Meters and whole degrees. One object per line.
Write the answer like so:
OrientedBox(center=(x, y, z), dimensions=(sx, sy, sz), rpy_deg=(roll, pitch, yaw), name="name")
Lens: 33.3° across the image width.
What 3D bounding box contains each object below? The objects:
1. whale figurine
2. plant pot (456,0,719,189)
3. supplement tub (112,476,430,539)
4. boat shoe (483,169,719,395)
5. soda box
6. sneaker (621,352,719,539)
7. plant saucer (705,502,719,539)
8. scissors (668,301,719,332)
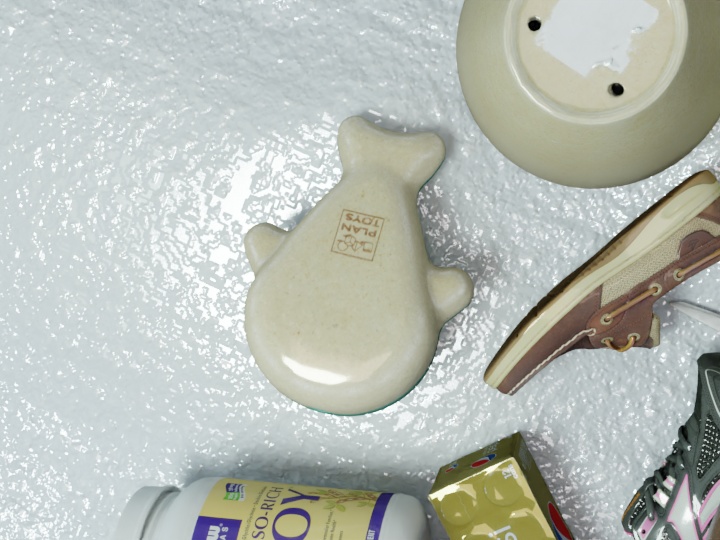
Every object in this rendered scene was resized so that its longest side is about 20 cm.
OrientedBox(center=(0.000, 0.000, 0.816), dimensions=(0.158, 0.104, 0.201), rpy_deg=(12, 76, 9), name="whale figurine")
OrientedBox(center=(0.136, -0.135, 0.703), dimensions=(0.187, 0.200, 0.188), rpy_deg=(2, 98, 12), name="plant pot")
OrientedBox(center=(-0.059, 0.217, 0.821), dimensions=(0.199, 0.145, 0.146), rpy_deg=(3, 99, 10), name="supplement tub")
OrientedBox(center=(0.169, 0.024, 0.788), dimensions=(0.200, 0.072, 0.072), rpy_deg=(-42, 87, 8), name="boat shoe")
OrientedBox(center=(0.122, 0.218, 0.827), dimensions=(0.068, 0.064, 0.201), rpy_deg=(-27, 92, 14), name="soda box")
OrientedBox(center=(0.216, 0.154, 0.791), dimensions=(0.086, 0.080, 0.201), rpy_deg=(2, 98, 12), name="sneaker")
OrientedBox(center=(0.270, 0.173, 0.750), dimensions=(0.032, 0.200, 0.201), rpy_deg=(21, 105, 49), name="plant saucer")
OrientedBox(center=(0.300, 0.068, 0.794), dimensions=(0.199, 0.014, 0.073), rpy_deg=(9, 101, 9), name="scissors")
